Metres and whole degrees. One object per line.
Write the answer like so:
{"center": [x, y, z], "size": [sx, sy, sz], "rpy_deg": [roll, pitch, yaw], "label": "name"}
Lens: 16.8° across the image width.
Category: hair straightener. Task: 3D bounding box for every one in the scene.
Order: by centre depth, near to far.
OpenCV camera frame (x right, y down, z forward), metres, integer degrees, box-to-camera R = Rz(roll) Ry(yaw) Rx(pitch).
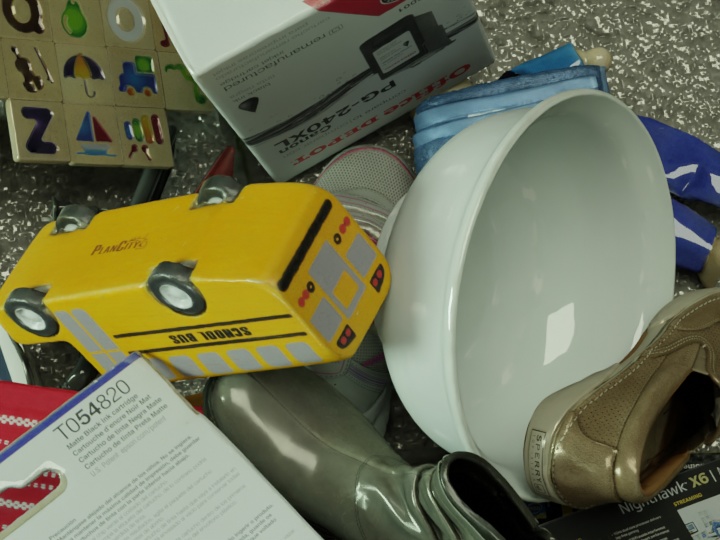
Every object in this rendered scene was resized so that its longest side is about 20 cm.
{"center": [-0.137, -0.005, 1.292], "size": [0.077, 0.041, 0.200], "rpy_deg": [22, 53, 7], "label": "hair straightener"}

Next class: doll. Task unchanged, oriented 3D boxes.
{"center": [0.118, -0.059, 1.353], "size": [0.199, 0.048, 0.137], "rpy_deg": [26, 74, 8], "label": "doll"}

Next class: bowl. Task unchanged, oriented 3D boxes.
{"center": [0.068, 0.007, 1.198], "size": [0.090, 0.201, 0.202], "rpy_deg": [9, 61, 36], "label": "bowl"}

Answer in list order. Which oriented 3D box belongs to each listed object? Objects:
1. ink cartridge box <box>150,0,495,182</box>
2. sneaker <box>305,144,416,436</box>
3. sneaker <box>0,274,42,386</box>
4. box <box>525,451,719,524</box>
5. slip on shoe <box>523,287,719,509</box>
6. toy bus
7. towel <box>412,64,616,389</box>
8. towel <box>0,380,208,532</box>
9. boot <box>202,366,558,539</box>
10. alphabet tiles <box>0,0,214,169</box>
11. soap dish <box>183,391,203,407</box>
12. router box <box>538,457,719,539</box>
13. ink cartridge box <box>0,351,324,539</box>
{"center": [-0.019, -0.136, 1.270], "size": [0.145, 0.200, 0.084], "rpy_deg": [-29, 73, 3], "label": "ink cartridge box"}
{"center": [0.000, 0.000, 1.284], "size": [0.081, 0.088, 0.200], "rpy_deg": [9, 47, -1], "label": "sneaker"}
{"center": [-0.232, 0.005, 1.289], "size": [0.080, 0.076, 0.201], "rpy_deg": [-22, 68, -3], "label": "sneaker"}
{"center": [0.138, 0.177, 1.250], "size": [0.199, 0.049, 0.160], "rpy_deg": [-2, 64, -5], "label": "box"}
{"center": [0.158, 0.063, 1.205], "size": [0.060, 0.076, 0.200], "rpy_deg": [9, 20, 36], "label": "slip on shoe"}
{"center": [-0.086, 0.008, 1.171], "size": [0.078, 0.200, 0.065], "rpy_deg": [49, 52, -30], "label": "toy bus"}
{"center": [0.095, -0.003, 1.297], "size": [0.111, 0.049, 0.201], "rpy_deg": [-11, 82, 2], "label": "towel"}
{"center": [-0.142, 0.145, 1.156], "size": [0.144, 0.023, 0.201], "rpy_deg": [8, 61, -1], "label": "towel"}
{"center": [0.023, 0.101, 1.152], "size": [0.200, 0.131, 0.068], "rpy_deg": [45, 62, -5], "label": "boot"}
{"center": [-0.156, -0.151, 1.301], "size": [0.166, 0.006, 0.201], "rpy_deg": [0, 74, -40], "label": "alphabet tiles"}
{"center": [-0.102, 0.157, 1.211], "size": [0.157, 0.081, 0.201], "rpy_deg": [-12, 60, -10], "label": "soap dish"}
{"center": [0.203, 0.168, 1.192], "size": [0.199, 0.052, 0.158], "rpy_deg": [-18, 60, -13], "label": "router box"}
{"center": [-0.110, 0.166, 1.112], "size": [0.199, 0.041, 0.200], "rpy_deg": [-37, 71, -23], "label": "ink cartridge box"}
